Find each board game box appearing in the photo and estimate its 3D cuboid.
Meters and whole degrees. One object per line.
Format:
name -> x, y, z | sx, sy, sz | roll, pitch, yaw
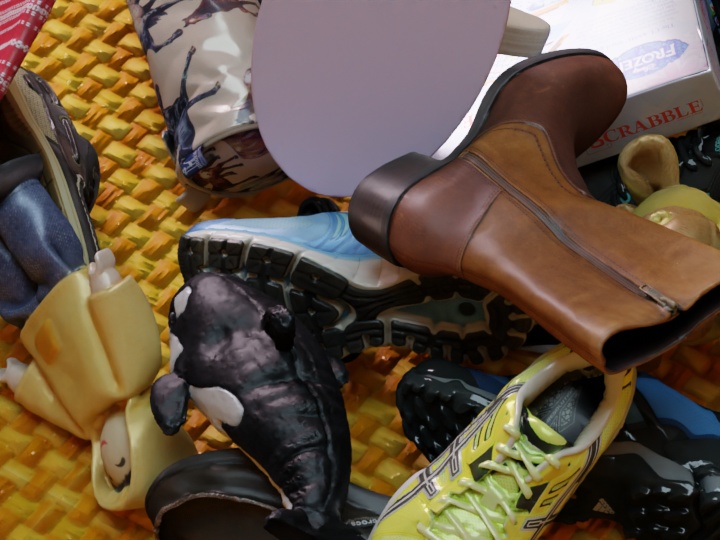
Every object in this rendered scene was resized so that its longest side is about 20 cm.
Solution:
board game box -> 0.102, -0.137, 1.672 | 0.199, 0.041, 0.200 | -18, 44, 14

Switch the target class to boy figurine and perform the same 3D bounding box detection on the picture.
boy figurine -> -0.154, 0.043, 1.531 | 0.064, 0.124, 0.201 | -22, 79, -46

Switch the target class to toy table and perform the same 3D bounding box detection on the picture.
toy table -> 0.017, -0.148, 1.569 | 0.183, 0.200, 0.117 | 32, 21, -7

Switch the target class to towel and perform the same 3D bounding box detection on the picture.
towel -> -0.234, -0.070, 1.575 | 0.022, 0.145, 0.201 | 32, 80, -19

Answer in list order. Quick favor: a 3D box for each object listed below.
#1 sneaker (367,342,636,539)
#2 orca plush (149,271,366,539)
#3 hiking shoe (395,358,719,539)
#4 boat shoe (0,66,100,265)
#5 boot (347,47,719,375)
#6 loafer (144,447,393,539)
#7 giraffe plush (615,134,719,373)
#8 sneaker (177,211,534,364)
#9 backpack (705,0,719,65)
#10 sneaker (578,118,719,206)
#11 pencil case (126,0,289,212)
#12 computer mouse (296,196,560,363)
sneaker -> 0.063, 0.104, 1.410 | 0.075, 0.076, 0.200 | 34, 68, 8
orca plush -> -0.052, 0.054, 1.445 | 0.105, 0.071, 0.200 | -1, 38, -8
hiking shoe -> 0.117, 0.087, 1.516 | 0.199, 0.075, 0.087 | 21, 45, 6
boat shoe -> -0.178, -0.054, 1.637 | 0.065, 0.073, 0.201 | 6, 45, -38
boot -> 0.122, -0.037, 1.460 | 0.188, 0.069, 0.200 | -27, 35, -33
loafer -> -0.018, 0.146, 1.456 | 0.199, 0.073, 0.072 | 11, 48, 11
giraffe plush -> 0.204, -0.002, 1.518 | 0.161, 0.200, 0.173 | 10, 75, 13
sneaker -> 0.000, 0.000, 1.556 | 0.199, 0.079, 0.090 | 6, 35, 9
backpack -> 0.260, -0.219, 1.711 | 0.134, 0.183, 0.200 | 0, 36, -10
sneaker -> 0.185, -0.055, 1.626 | 0.199, 0.079, 0.076 | 0, 50, 3
pencil case -> -0.097, -0.138, 1.674 | 0.089, 0.078, 0.201 | -26, 66, 11
computer mouse -> 0.059, 0.005, 1.598 | 0.199, 0.044, 0.110 | 0, 48, 1
